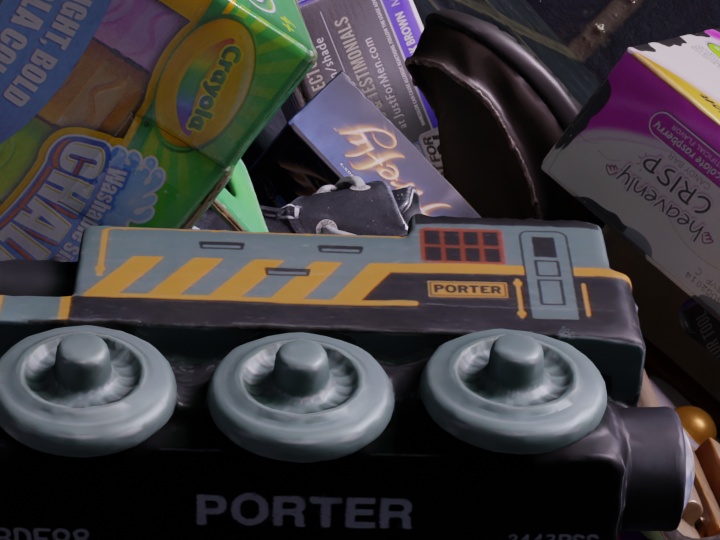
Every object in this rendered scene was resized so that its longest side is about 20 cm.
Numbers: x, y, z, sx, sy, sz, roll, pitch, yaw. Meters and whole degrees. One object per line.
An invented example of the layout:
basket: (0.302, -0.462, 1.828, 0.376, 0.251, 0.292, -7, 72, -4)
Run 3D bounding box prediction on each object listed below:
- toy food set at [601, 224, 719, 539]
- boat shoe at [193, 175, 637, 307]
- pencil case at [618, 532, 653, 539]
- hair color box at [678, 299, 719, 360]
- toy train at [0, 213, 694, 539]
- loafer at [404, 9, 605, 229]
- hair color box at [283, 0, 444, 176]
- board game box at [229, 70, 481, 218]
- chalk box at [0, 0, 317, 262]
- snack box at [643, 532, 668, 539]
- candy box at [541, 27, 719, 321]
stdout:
toy food set: (0.158, 0.071, 0.827, 0.143, 0.060, 0.200, 39, 18, -26)
boat shoe: (0.000, 0.000, 0.810, 0.199, 0.068, 0.072, 20, -9, 15)
pencil case: (0.078, 0.120, 0.837, 0.200, 0.088, 0.089, 34, 17, -50)
hair color box: (0.135, 0.027, 1.061, 0.200, 0.065, 0.110, 31, -32, 63)
toy train: (-0.016, 0.035, 0.595, 0.114, 0.198, 0.086, -92, -177, -57)
loafer: (0.068, -0.012, 0.943, 0.201, 0.071, 0.073, 61, -16, -16)
hair color box: (-0.004, -0.085, 1.066, 0.200, 0.064, 0.110, -119, -174, -77)
board game box: (0.032, 0.024, 0.925, 0.200, 0.035, 0.135, 46, -23, -1)
chalk box: (-0.098, -0.072, 0.678, 0.199, 0.124, 0.125, 30, 20, -30)
snack box: (0.122, 0.137, 1.030, 0.116, 0.037, 0.200, 38, 15, -37)
candy box: (0.168, -0.032, 0.906, 0.136, 0.061, 0.200, 41, 23, 12)
